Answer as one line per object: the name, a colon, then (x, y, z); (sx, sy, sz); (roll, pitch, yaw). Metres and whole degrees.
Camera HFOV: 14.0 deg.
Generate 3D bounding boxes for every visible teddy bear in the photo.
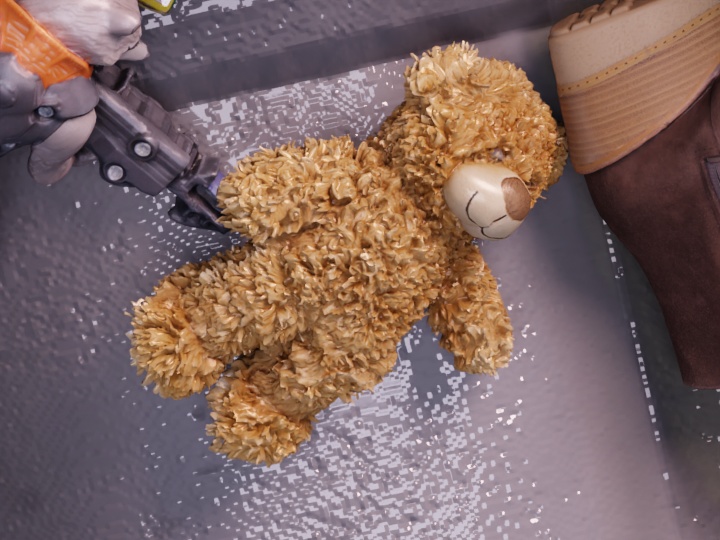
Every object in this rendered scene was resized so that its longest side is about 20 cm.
teddy bear: (0.000, 0.000, 1.177); (0.200, 0.067, 0.145); (-26, 114, 2)

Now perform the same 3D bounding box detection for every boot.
boot: (0.183, -0.048, 1.149); (0.200, 0.072, 0.167); (-17, 106, 31)

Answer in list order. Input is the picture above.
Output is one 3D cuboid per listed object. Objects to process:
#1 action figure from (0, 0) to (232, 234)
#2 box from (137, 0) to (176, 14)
action figure: (-0.138, -0.040, 1.163); (0.200, 0.105, 0.194); (33, 116, -15)
box: (-0.136, -0.200, 1.155); (0.200, 0.048, 0.117); (29, 104, -7)
